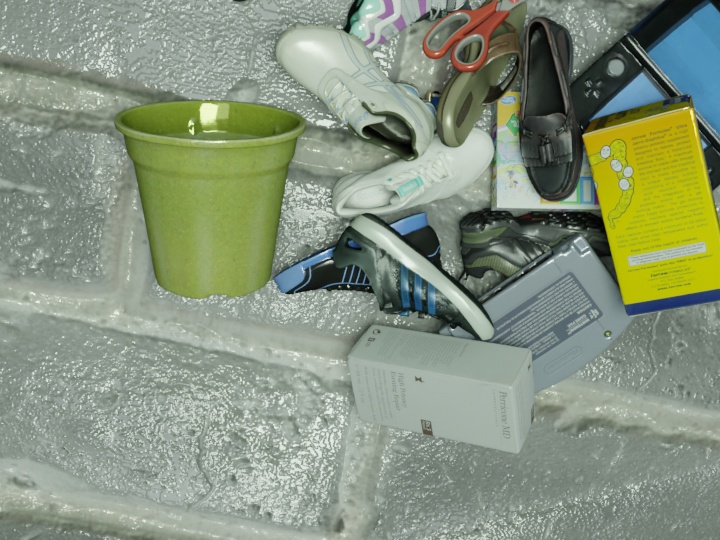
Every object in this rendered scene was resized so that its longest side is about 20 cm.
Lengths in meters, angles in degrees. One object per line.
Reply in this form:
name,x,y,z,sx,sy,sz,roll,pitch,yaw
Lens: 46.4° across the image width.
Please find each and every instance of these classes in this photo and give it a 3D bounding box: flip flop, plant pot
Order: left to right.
plant pot,-0.162,-0.076,0.920,0.199,0.201,0.185,3,111,-3
flip flop,0.144,-0.221,0.925,0.081,0.057,0.201,50,61,-47

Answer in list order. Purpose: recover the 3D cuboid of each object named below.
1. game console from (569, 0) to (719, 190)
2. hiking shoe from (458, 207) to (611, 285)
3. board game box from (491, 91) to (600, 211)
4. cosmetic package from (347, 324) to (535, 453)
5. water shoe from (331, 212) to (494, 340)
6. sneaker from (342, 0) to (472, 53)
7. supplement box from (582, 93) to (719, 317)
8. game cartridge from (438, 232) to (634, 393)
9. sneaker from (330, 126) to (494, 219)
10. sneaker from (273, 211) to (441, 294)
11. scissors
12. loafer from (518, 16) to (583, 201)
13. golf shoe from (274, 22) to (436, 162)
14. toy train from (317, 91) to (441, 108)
game console,0.347,-0.175,0.910,0.171,0.118,0.200,-42,90,-4
hiking shoe,0.214,-0.019,1.004,0.199,0.076,0.101,3,113,3
board game box,0.254,-0.137,0.980,0.199,0.034,0.135,0,89,-3
cosmetic package,0.093,0.133,0.963,0.199,0.074,0.102,7,126,28
water shoe,0.058,0.022,0.937,0.200,0.071,0.079,40,99,3
sneaker,0.068,-0.289,0.937,0.139,0.078,0.201,23,111,-16
supplement box,0.315,-0.070,0.888,0.109,0.109,0.201,-12,103,24
game cartridge,0.208,0.065,0.973,0.200,0.041,0.133,-35,98,15
sneaker,0.061,-0.101,0.956,0.199,0.089,0.076,-23,101,8
sneaker,0.000,0.000,0.990,0.199,0.070,0.078,-21,94,0
scissors,0.152,-0.290,0.910,0.073,0.014,0.200,40,81,23
loafer,0.200,-0.177,0.921,0.072,0.063,0.201,-4,85,30
golf shoe,-0.004,-0.187,0.892,0.199,0.097,0.078,29,124,-12
toy train,0.040,-0.198,0.966,0.199,0.046,0.034,9,100,-5
